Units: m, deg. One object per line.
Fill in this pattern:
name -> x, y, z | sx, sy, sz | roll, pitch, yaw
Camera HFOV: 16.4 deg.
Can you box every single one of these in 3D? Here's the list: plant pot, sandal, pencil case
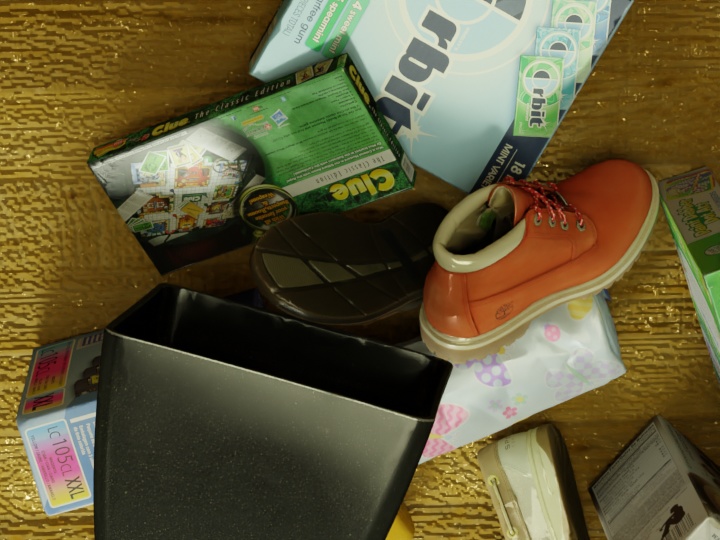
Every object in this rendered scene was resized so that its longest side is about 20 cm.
plant pot -> -0.066, 0.129, 1.535 | 0.198, 0.200, 0.179 | 16, 100, 3
sandal -> 0.000, 0.000, 1.671 | 0.055, 0.199, 0.082 | -44, 73, 38
pencil case -> 0.085, 0.067, 1.728 | 0.199, 0.083, 0.091 | -26, 119, 8

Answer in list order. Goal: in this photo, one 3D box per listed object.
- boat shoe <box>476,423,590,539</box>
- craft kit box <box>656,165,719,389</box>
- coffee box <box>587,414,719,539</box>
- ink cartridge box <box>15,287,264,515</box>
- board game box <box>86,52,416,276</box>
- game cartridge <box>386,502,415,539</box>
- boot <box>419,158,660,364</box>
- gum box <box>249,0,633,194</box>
boat shoe -> 0.130, 0.212, 1.781 | 0.066, 0.074, 0.202 | -11, 91, 17
craft kit box -> 0.256, 0.052, 1.668 | 0.048, 0.200, 0.199 | -21, 109, 5
coffee box -> 0.233, 0.192, 1.713 | 0.113, 0.200, 0.080 | 41, 100, -12
ink cartridge box -> -0.125, 0.083, 1.700 | 0.198, 0.137, 0.077 | -14, 110, 3
board game box -> -0.073, -0.069, 1.672 | 0.199, 0.024, 0.105 | -18, 120, 22
game cartridge -> -0.066, 0.178, 1.719 | 0.175, 0.200, 0.033 | -23, 66, 6
boot -> 0.123, -0.029, 1.651 | 0.199, 0.075, 0.108 | -35, 145, -24
gum box -> 0.053, -0.160, 1.665 | 0.199, 0.045, 0.171 | 28, 106, -11
